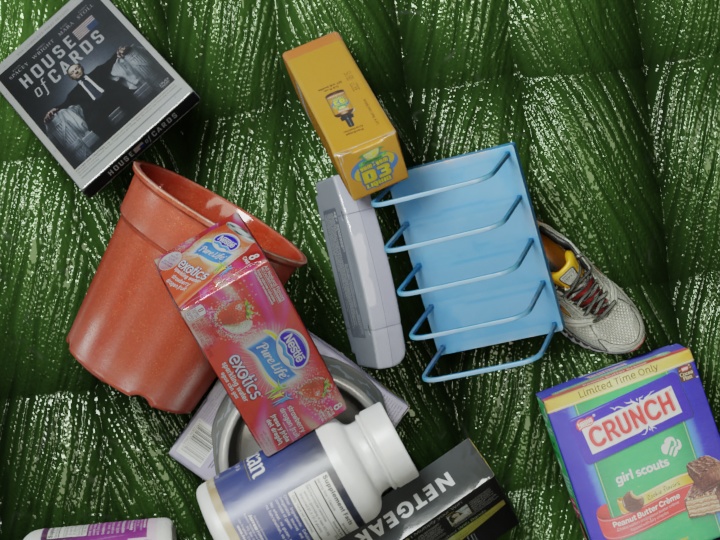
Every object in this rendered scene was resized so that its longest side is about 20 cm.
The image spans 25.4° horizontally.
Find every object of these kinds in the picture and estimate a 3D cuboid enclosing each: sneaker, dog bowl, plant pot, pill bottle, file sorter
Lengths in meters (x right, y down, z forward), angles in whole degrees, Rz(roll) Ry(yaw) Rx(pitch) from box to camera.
[{"bbox_3d":[0.217,0.018,1.680,0.200,0.082,0.078,39,89,-4],"label":"sneaker"},{"bbox_3d":[-0.056,0.187,1.630,0.199,0.059,0.202,0,92,-3],"label":"dog bowl"},{"bbox_3d":[-0.186,0.024,1.609,0.200,0.201,0.196,30,97,-4],"label":"plant pot"},{"bbox_3d":[-0.048,0.211,1.546,0.199,0.111,0.112,-29,93,-2],"label":"pill bottle"},{"bbox_3d":[0.105,-0.004,1.600,0.138,0.123,0.201,-12,104,20],"label":"file sorter"},{"bbox_3d":[-0.287,0.318,1.640,0.199,0.112,0.113,-6,91,-4],"label":"pill bottle"}]

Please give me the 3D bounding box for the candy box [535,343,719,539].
[{"bbox_3d":[0.296,0.199,1.691,0.168,0.077,0.201,-20,91,-3],"label":"candy box"}]

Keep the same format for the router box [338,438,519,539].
[{"bbox_3d":[0.057,0.271,1.637,0.199,0.157,0.052,-34,60,-3],"label":"router box"}]

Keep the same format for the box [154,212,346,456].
[{"bbox_3d":[-0.101,0.061,1.500,0.095,0.100,0.201,-30,126,-5],"label":"box"}]

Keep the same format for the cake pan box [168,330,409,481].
[{"bbox_3d":[-0.076,0.168,1.681,0.184,0.052,0.201,34,89,-2],"label":"cake pan box"}]

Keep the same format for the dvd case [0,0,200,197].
[{"bbox_3d":[-0.273,-0.186,1.623,0.150,0.025,0.200,-42,60,-2],"label":"dvd case"}]

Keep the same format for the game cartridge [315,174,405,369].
[{"bbox_3d":[0.000,0.000,1.640,0.040,0.133,0.201,-14,93,-9],"label":"game cartridge"}]

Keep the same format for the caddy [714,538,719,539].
[{"bbox_3d":[0.319,0.355,1.665,0.199,0.141,0.105,-32,98,-3],"label":"caddy"}]

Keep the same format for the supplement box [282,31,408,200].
[{"bbox_3d":[-0.017,-0.157,1.607,0.066,0.200,0.069,-22,130,-3],"label":"supplement box"}]
